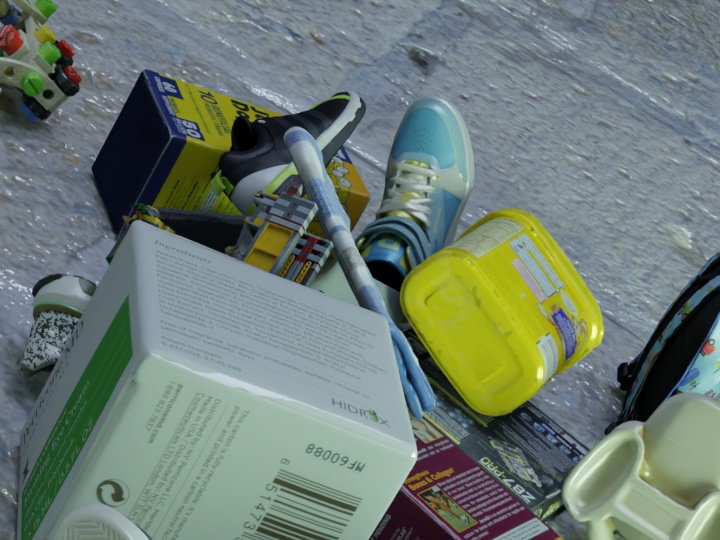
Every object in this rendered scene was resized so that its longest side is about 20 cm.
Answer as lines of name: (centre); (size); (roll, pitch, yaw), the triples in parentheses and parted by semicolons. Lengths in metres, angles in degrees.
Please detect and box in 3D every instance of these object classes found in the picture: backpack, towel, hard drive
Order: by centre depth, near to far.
towel: (0.000, 0.000, 1.708); (0.147, 0.024, 0.201); (66, -2, -57)
hard drive: (-0.065, 0.003, 1.849); (0.134, 0.043, 0.199); (7, -15, 45)
backpack: (0.322, 0.085, 2.052); (0.134, 0.201, 0.183); (31, 23, 0)

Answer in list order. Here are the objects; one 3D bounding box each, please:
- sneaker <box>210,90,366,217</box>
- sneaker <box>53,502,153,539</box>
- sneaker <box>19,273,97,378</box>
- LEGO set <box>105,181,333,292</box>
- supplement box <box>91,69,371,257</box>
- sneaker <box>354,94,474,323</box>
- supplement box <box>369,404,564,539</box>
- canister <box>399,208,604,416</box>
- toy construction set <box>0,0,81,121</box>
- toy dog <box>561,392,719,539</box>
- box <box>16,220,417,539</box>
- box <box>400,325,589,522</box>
sneaker: (-0.061, -0.108, 1.872); (0.083, 0.072, 0.200); (37, 35, -1)
sneaker: (-0.098, 0.214, 1.329); (0.201, 0.075, 0.084); (53, 23, 1)
sneaker: (-0.167, 0.091, 1.660); (0.199, 0.077, 0.089); (34, 59, -14)
LEGO set: (-0.083, 0.004, 1.660); (0.153, 0.116, 0.200); (16, -27, 32)
supplement box: (-0.111, -0.075, 1.962); (0.199, 0.110, 0.109); (16, 28, -31)
sneaker: (0.042, -0.051, 1.968); (0.079, 0.202, 0.130); (8, 4, 15)
supplement box: (0.038, 0.180, 1.677); (0.200, 0.086, 0.110); (40, 25, 19)
canister: (0.118, 0.033, 1.912); (0.149, 0.086, 0.200); (55, 21, 3)
toy construction set: (-0.309, -0.198, 1.988); (0.131, 0.092, 0.201); (47, 24, -28)
toy dog: (0.251, 0.174, 1.841); (0.139, 0.195, 0.200); (23, -12, 15)
box: (-0.099, 0.115, 1.502); (0.199, 0.200, 0.172); (22, 25, -18)
box: (0.086, 0.129, 1.879); (0.200, 0.049, 0.161); (39, 23, 15)
